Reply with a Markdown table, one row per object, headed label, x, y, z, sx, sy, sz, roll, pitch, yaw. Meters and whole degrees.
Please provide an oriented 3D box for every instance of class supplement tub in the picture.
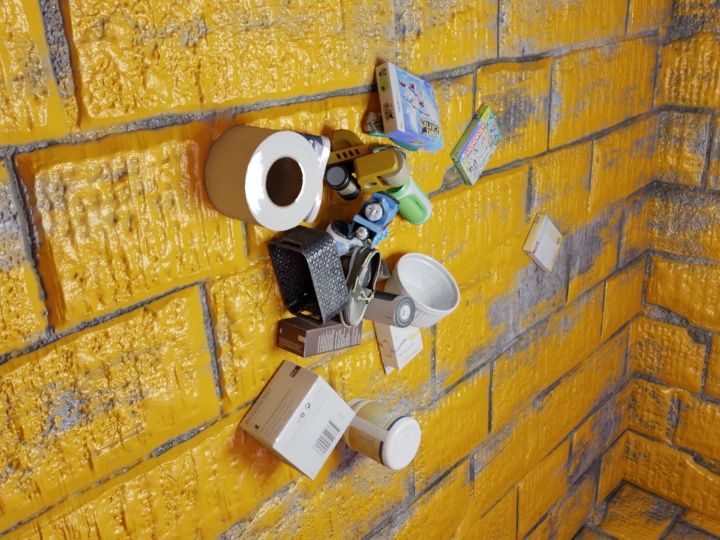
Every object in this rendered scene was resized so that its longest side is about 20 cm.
| label | x | y | z | sx | sy | sz | roll | pitch | yaw |
| --- | --- | --- | --- | --- | --- | --- | --- | --- | --- |
| supplement tub | 0.046 | 0.434 | 1.899 | 0.144 | 0.200 | 0.145 | -19 | 117 | -43 |

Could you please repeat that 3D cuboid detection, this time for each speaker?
| label | x | y | z | sx | sy | sz | roll | pitch | yaw |
| --- | --- | --- | --- | --- | --- | --- | --- | --- | --- |
| speaker | 0.121 | -0.190 | 1.842 | 0.089 | 0.088 | 0.200 | -66 | 150 | -9 |
| speaker | 0.037 | 0.090 | 1.775 | 0.081 | 0.200 | 0.082 | -11 | 105 | -45 |

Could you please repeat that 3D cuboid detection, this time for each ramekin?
| label | x | y | z | sx | sy | sz | roll | pitch | yaw |
| --- | --- | --- | --- | --- | --- | --- | --- | --- | --- |
| ramekin | 0.159 | 0.060 | 1.911 | 0.200 | 0.200 | 0.105 | -16 | 153 | -45 |

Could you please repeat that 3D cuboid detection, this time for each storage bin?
| label | x | y | z | sx | sy | sz | roll | pitch | yaw |
| --- | --- | --- | --- | --- | --- | --- | --- | --- | --- |
| storage bin | -0.117 | 0.010 | 1.622 | 0.094 | 0.135 | 0.201 | -35 | 127 | -35 |

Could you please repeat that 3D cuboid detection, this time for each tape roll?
| label | x | y | z | sx | sy | sz | roll | pitch | yaw |
| --- | --- | --- | --- | --- | --- | --- | --- | --- | --- |
| tape roll | -0.201 | -0.193 | 1.458 | 0.202 | 0.139 | 0.203 | -18 | 116 | -43 |

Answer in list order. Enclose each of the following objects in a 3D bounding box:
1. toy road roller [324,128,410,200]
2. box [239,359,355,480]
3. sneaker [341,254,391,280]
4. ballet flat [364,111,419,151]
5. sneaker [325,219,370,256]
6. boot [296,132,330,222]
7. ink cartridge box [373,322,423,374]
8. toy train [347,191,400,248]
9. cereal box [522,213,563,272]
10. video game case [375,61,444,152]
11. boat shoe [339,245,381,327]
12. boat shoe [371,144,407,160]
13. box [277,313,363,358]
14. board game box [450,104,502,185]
| label | x | y | z | sx | sy | sz | roll | pitch | yaw |
| --- | --- | --- | --- | --- | --- | --- | --- | --- | --- |
| toy road roller | 0.006 | -0.258 | 1.635 | 0.123 | 0.199 | 0.147 | 30 | 49 | -72 |
| box | -0.148 | 0.361 | 1.710 | 0.199 | 0.130 | 0.200 | -56 | 136 | -19 |
| sneaker | 0.000 | 0.000 | 1.814 | 0.200 | 0.075 | 0.071 | 9 | 52 | -53 |
| ballet flat | 0.088 | -0.360 | 1.789 | 0.200 | 0.068 | 0.076 | 9 | 86 | -46 |
| sneaker | -0.038 | -0.074 | 1.747 | 0.077 | 0.076 | 0.200 | -40 | 154 | 19 |
| boot | -0.134 | -0.210 | 1.594 | 0.090 | 0.073 | 0.201 | 5 | 101 | -30 |
| ink cartridge box | 0.112 | 0.195 | 1.995 | 0.116 | 0.067 | 0.201 | -37 | 127 | -36 |
| toy train | 0.033 | -0.125 | 1.685 | 0.115 | 0.087 | 0.200 | -65 | 173 | 16 |
| cereal box | 0.659 | -0.097 | 2.535 | 0.200 | 0.039 | 0.144 | 36 | 75 | -48 |
| video game case | 0.126 | -0.405 | 1.770 | 0.200 | 0.045 | 0.182 | 7 | 71 | -49 |
| boat shoe | 0.001 | 0.040 | 1.698 | 0.072 | 0.060 | 0.202 | 17 | 85 | -44 |
| boat shoe | 0.059 | -0.279 | 1.776 | 0.201 | 0.066 | 0.072 | -8 | 107 | -47 |
| box | -0.096 | 0.152 | 1.722 | 0.200 | 0.100 | 0.075 | -4 | 106 | -47 |
| board game box | 0.347 | -0.371 | 2.100 | 0.200 | 0.029 | 0.135 | -58 | 138 | -17 |
